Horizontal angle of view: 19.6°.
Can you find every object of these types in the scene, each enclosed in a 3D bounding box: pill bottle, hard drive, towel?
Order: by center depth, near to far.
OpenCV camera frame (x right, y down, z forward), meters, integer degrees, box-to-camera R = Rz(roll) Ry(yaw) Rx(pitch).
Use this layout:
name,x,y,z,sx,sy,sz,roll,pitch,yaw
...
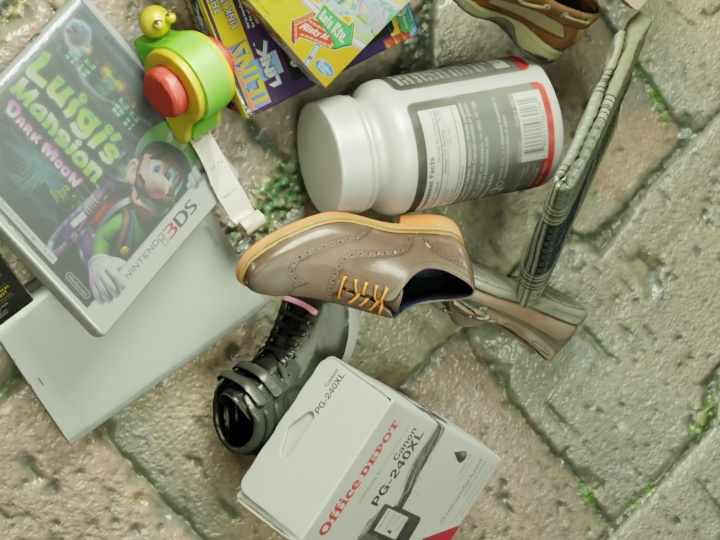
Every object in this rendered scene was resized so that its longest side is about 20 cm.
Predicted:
name,x,y,z,sx,sy,sz,roll,pitch,yaw
hard drive,-0.189,0.033,1.700,0.200,0.026,0.132,-35,118,-11
pill bottle,0.056,-0.108,1.723,0.200,0.114,0.114,-12,111,-22
towel,0.180,-0.094,1.738,0.034,0.193,0.200,23,60,8

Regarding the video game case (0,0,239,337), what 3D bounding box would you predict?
name,x,y,z,sx,sy,sz,roll,pitch,yaw
video game case,-0.210,-0.081,1.614,0.200,0.023,0.182,49,64,-23

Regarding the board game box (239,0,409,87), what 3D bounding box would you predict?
name,x,y,z,sx,sy,sz,roll,pitch,yaw
board game box,-0.047,-0.259,1.607,0.134,0.034,0.200,-47,120,-5

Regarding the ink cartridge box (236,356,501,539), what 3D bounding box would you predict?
name,x,y,z,sx,sy,sz,roll,pitch,yaw
ink cartridge box,0.010,0.175,1.769,0.145,0.083,0.200,-57,143,1

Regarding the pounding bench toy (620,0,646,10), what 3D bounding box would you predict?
name,x,y,z,sx,sy,sz,roll,pitch,yaw
pounding bench toy,0.214,-0.336,1.704,0.124,0.156,0.200,37,88,-30

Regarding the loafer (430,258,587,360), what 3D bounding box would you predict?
name,x,y,z,sx,sy,sz,roll,pitch,yaw
loafer,0.110,0.031,1.822,0.200,0.072,0.063,18,105,-32

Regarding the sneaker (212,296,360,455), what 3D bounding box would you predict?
name,x,y,z,sx,sy,sz,roll,pitch,yaw
sneaker,-0.064,0.070,1.732,0.099,0.071,0.200,-5,113,-48

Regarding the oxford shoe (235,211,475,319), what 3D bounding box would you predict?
name,x,y,z,sx,sy,sz,roll,pitch,yaw
oxford shoe,0.000,0.000,1.675,0.200,0.073,0.071,-7,138,-21

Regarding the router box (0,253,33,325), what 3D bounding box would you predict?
name,x,y,z,sx,sy,sz,roll,pitch,yaw
router box,-0.323,-0.050,1.508,0.052,0.200,0.157,-38,117,-9

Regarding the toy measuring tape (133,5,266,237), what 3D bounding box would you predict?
name,x,y,z,sx,sy,sz,roll,pitch,yaw
toy measuring tape,-0.115,-0.117,1.625,0.073,0.074,0.200,-31,106,-14

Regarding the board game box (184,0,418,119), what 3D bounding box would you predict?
name,x,y,z,sx,sy,sz,roll,pitch,yaw
board game box,-0.062,-0.246,1.657,0.165,0.057,0.200,-27,116,-14

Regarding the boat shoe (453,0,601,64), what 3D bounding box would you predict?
name,x,y,z,sx,sy,sz,roll,pitch,yaw
boat shoe,0.123,-0.238,1.672,0.074,0.076,0.200,-31,146,25
